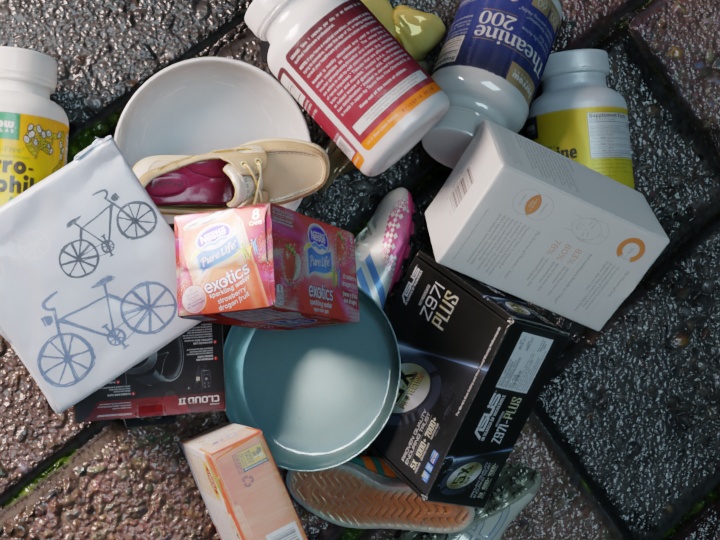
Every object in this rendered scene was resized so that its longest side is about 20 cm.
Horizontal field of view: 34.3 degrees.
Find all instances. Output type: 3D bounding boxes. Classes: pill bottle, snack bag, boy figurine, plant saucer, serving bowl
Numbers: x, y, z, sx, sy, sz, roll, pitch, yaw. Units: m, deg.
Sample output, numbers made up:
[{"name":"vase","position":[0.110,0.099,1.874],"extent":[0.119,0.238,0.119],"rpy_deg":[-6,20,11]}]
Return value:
[{"name":"pill bottle","position":[-0.339,-0.107,1.124],"extent":[0.112,0.113,0.201],"rpy_deg":[4,85,-16]},{"name":"snack bag","position":[-0.256,0.005,1.078],"extent":[0.188,0.021,0.200],"rpy_deg":[-34,105,-6]},{"name":"pill bottle","position":[0.242,-0.137,1.295],"extent":[0.112,0.112,0.201],"rpy_deg":[-4,87,-16]},{"name":"pill bottle","position":[-0.016,-0.199,1.144],"extent":[0.113,0.113,0.200],"rpy_deg":[-41,87,-15]},{"name":"boy figurine","position":[-0.008,-0.265,1.256],"extent":[0.199,0.064,0.125],"rpy_deg":[-3,61,-20]},{"name":"pill bottle","position":[0.135,-0.209,1.236],"extent":[0.111,0.111,0.200],"rpy_deg":[27,68,-13]},{"name":"plant saucer","position":[-0.049,0.104,1.190],"extent":[0.199,0.027,0.201],"rpy_deg":[-4,80,21]},{"name":"serving bowl","position":[-0.151,-0.120,1.191],"extent":[0.199,0.066,0.201],"rpy_deg":[-3,107,-11]}]

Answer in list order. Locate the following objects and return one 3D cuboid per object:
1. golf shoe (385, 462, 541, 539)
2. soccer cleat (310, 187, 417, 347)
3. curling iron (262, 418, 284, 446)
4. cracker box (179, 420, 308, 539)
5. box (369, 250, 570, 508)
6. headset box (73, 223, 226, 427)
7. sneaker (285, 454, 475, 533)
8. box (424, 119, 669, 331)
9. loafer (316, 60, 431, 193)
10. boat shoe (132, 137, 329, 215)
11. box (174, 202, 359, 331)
[{"name":"golf shoe","position":[0.117,0.287,1.262],"extent":[0.200,0.078,0.097],"rpy_deg":[-32,115,-13]},{"name":"soccer cleat","position":[0.000,0.000,1.237],"extent":[0.086,0.070,0.201],"rpy_deg":[17,82,-13]},{"name":"curling iron","position":[-0.014,0.133,1.246],"extent":[0.200,0.026,0.050],"rpy_deg":[-28,87,-15]},{"name":"cracker box","position":[-0.112,0.219,1.121],"extent":[0.058,0.200,0.134],"rpy_deg":[-24,93,-18]},{"name":"box","position":[0.090,0.107,1.168],"extent":[0.086,0.164,0.200],"rpy_deg":[16,105,-38]},{"name":"headset box","position":[-0.211,0.058,1.147],"extent":[0.148,0.077,0.201],"rpy_deg":[-4,102,-11]},{"name":"sneaker","position":[0.024,0.226,1.232],"extent":[0.199,0.080,0.072],"rpy_deg":[10,108,5]},{"name":"box","position":[0.184,-0.044,1.172],"extent":[0.200,0.098,0.125],"rpy_deg":[23,119,-19]},{"name":"loafer","position":[0.017,-0.145,1.249],"extent":[0.200,0.076,0.067],"rpy_deg":[-44,99,-16]},{"name":"boat shoe","position":[-0.124,-0.084,1.136],"extent":[0.199,0.069,0.074],"rpy_deg":[-9,109,-9]},{"name":"box","position":[-0.083,0.002,1.098],"extent":[0.099,0.200,0.096],"rpy_deg":[-6,81,21]}]
